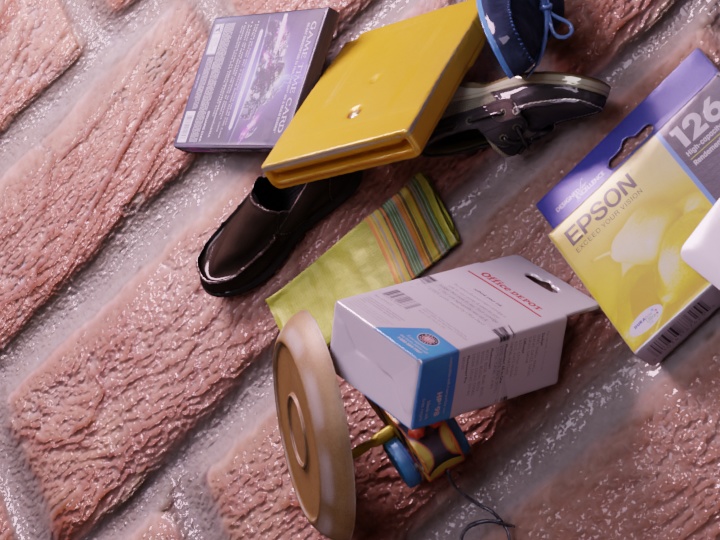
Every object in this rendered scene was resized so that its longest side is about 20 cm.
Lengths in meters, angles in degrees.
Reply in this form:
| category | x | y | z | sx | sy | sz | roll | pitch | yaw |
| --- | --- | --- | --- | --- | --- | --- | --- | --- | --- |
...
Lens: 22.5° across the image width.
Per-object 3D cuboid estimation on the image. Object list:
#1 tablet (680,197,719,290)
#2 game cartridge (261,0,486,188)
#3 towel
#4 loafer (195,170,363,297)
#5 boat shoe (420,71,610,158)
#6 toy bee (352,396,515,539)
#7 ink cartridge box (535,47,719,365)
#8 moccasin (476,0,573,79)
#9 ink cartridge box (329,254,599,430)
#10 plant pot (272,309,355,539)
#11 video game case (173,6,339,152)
| category | x | y | z | sx | sy | sz | roll | pitch | yaw |
| --- | --- | --- | --- | --- | --- | --- | --- | --- | --- |
| tablet | 0.344 | -0.009 | 1.358 | 0.130 | 0.014 | 0.200 | -51 | 51 | 7 |
| game cartridge | 0.021 | -0.161 | 1.635 | 0.176 | 0.033 | 0.200 | -10 | 35 | 40 |
| towel | 0.000 | 0.000 | 1.660 | 0.200 | 0.018 | 0.086 | -39 | 53 | 18 |
| loafer | -0.090 | -0.057 | 1.713 | 0.200 | 0.071 | 0.073 | -44 | 52 | 14 |
| boat shoe | 0.131 | -0.131 | 1.585 | 0.200 | 0.072 | 0.067 | -2 | 77 | 42 |
| toy bee | 0.058 | 0.130 | 1.504 | 0.199 | 0.109 | 0.131 | 28 | 66 | 32 |
| ink cartridge box | 0.252 | -0.060 | 1.480 | 0.198 | 0.047 | 0.200 | -45 | 54 | 15 |
| moccasin | 0.141 | -0.232 | 1.561 | 0.068 | 0.081 | 0.200 | -20 | 29 | 16 |
| ink cartridge box | 0.088 | 0.055 | 1.494 | 0.116 | 0.199 | 0.067 | 34 | 127 | 44 |
| plant pot | -0.043 | 0.134 | 1.542 | 0.027 | 0.201 | 0.201 | -9 | 58 | -13 |
| video game case | -0.105 | -0.185 | 1.779 | 0.199 | 0.019 | 0.144 | 6 | 75 | 52 |
